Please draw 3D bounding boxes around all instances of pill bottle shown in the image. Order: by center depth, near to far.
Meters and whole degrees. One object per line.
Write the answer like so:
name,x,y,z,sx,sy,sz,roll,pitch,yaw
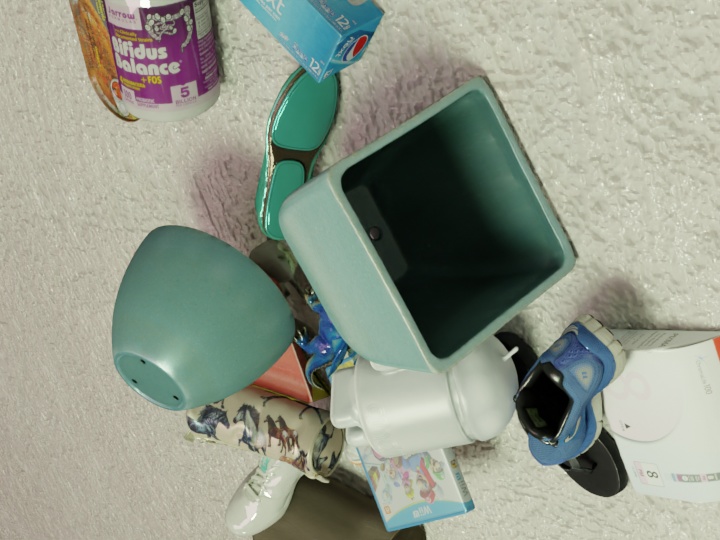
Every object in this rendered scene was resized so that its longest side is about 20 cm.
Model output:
pill bottle,-0.215,-0.269,1.146,0.112,0.112,0.201,25,135,33

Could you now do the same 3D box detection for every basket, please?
basket,-0.024,0.355,1.424,0.199,0.136,0.181,15,135,36

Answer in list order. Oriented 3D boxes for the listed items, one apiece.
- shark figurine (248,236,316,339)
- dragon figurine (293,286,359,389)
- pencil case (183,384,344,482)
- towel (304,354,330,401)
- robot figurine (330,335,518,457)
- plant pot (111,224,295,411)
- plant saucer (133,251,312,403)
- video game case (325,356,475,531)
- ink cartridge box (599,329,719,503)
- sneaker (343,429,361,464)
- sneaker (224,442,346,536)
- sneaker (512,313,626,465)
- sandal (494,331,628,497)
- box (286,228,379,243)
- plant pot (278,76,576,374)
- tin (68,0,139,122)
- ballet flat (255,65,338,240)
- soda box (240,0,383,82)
shark figurine,-0.120,0.020,1.286,0.128,0.089,0.215,58,165,27
dragon figurine,-0.020,0.077,1.172,0.099,0.059,0.201,42,128,36
pencil case,-0.116,0.191,1.306,0.199,0.078,0.090,14,84,25
towel,-0.113,0.153,1.456,0.086,0.018,0.200,53,143,-7
robot figurine,0.070,0.120,1.068,0.199,0.113,0.170,-14,142,18
plant pot,-0.188,0.070,1.159,0.199,0.135,0.201,22,144,17
plant saucer,-0.151,0.057,1.264,0.199,0.037,0.201,15,141,27
video game case,0.040,0.182,1.195,0.143,0.018,0.201,-29,80,48
ink cartridge box,0.308,0.130,0.944,0.199,0.057,0.163,0,118,53
sneaker,0.031,0.173,1.265,0.200,0.076,0.092,-19,100,51
sneaker,-0.109,0.252,1.371,0.075,0.200,0.088,44,180,32
sneaker,0.173,0.122,0.983,0.079,0.089,0.201,47,154,30
sandal,0.188,0.155,1.097,0.200,0.043,0.076,49,144,7
box,0.000,0.000,1.189,0.201,0.036,0.144,58,143,-3
plant pot,0.036,-0.030,1.003,0.200,0.195,0.197,-14,108,58
tin,-0.291,-0.275,1.290,0.112,0.042,0.201,26,136,38
ballet flat,-0.074,-0.132,1.130,0.070,0.067,0.201,-120,41,-59
soda box,-0.074,-0.278,1.024,0.200,0.064,0.068,47,143,9
